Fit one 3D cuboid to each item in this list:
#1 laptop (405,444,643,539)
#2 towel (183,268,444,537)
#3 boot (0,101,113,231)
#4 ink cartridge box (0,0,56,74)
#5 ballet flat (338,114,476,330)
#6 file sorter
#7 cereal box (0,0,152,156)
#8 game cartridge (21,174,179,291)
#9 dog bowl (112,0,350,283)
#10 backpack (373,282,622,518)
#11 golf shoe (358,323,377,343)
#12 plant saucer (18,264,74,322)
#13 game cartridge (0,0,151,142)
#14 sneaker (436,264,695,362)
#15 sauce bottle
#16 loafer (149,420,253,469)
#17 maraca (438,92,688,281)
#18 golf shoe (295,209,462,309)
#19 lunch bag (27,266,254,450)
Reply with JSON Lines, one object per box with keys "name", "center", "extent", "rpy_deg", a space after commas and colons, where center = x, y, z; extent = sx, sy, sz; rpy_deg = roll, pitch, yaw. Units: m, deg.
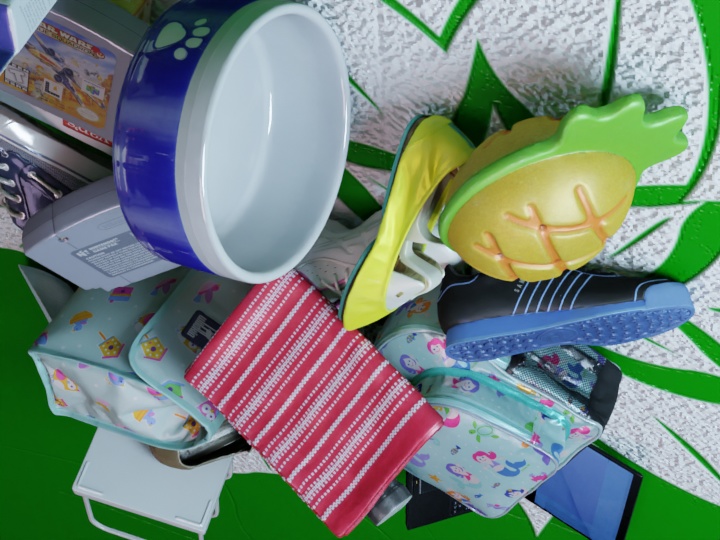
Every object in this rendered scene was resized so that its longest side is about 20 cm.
{"name": "laptop", "center": [0.152, 0.226, 1.365], "extent": [0.199, 0.104, 0.178], "rpy_deg": [-14, 144, -9]}
{"name": "towel", "center": [-0.042, 0.106, 1.159], "extent": [0.200, 0.022, 0.145], "rpy_deg": [44, 109, 12]}
{"name": "boot", "center": [-0.300, -0.085, 1.235], "extent": [0.200, 0.091, 0.073], "rpy_deg": [30, -173, -25]}
{"name": "ink cartridge box", "center": [-0.298, -0.220, 0.985], "extent": [0.196, 0.200, 0.043], "rpy_deg": [14, 145, 20]}
{"name": "ballet flat", "center": [0.040, -0.023, 1.077], "extent": [0.067, 0.067, 0.201], "rpy_deg": [31, 120, 18]}
{"name": "file sorter", "center": [-0.193, 0.179, 1.464], "extent": [0.138, 0.201, 0.125], "rpy_deg": [17, 152, 5]}
{"name": "cereal box", "center": [-0.248, -0.188, 1.142], "extent": [0.144, 0.040, 0.200], "rpy_deg": [26, 148, 1]}
{"name": "game cartridge", "center": [-0.180, -0.042, 1.199], "extent": [0.199, 0.041, 0.133], "rpy_deg": [-19, 157, 16]}
{"name": "dog bowl", "center": [-0.087, -0.096, 1.005], "extent": [0.079, 0.200, 0.200], "rpy_deg": [13, 145, 26]}
{"name": "backpack", "center": [0.098, 0.105, 1.210], "extent": [0.200, 0.151, 0.178], "rpy_deg": [36, 142, -1]}
{"name": "golf shoe", "center": [-0.029, 0.110, 1.279], "extent": [0.097, 0.078, 0.201], "rpy_deg": [-4, 102, 29]}
{"name": "plant saucer", "center": [-0.299, 0.073, 1.490], "extent": [0.201, 0.039, 0.201], "rpy_deg": [54, 166, 21]}
{"name": "game cartridge", "center": [-0.230, -0.169, 1.086], "extent": [0.199, 0.042, 0.133], "rpy_deg": [25, 153, -2]}
{"name": "sneaker", "center": [0.159, 0.018, 1.106], "extent": [0.199, 0.078, 0.070], "rpy_deg": [-7, 155, 6]}
{"name": "sauce bottle", "center": [-0.033, 0.129, 1.204], "extent": [0.200, 0.065, 0.065], "rpy_deg": [49, 150, 12]}
{"name": "loafer", "center": [-0.109, 0.140, 1.369], "extent": [0.076, 0.200, 0.067], "rpy_deg": [63, 170, -25]}
{"name": "maraca", "center": [0.139, -0.061, 0.979], "extent": [0.137, 0.107, 0.200], "rpy_deg": [5, 148, -39]}
{"name": "golf shoe", "center": [0.000, 0.000, 1.180], "extent": [0.199, 0.092, 0.075], "rpy_deg": [-6, 134, 39]}
{"name": "lunch bag", "center": [-0.186, 0.073, 1.340], "extent": [0.199, 0.171, 0.122], "rpy_deg": [11, 136, 25]}
